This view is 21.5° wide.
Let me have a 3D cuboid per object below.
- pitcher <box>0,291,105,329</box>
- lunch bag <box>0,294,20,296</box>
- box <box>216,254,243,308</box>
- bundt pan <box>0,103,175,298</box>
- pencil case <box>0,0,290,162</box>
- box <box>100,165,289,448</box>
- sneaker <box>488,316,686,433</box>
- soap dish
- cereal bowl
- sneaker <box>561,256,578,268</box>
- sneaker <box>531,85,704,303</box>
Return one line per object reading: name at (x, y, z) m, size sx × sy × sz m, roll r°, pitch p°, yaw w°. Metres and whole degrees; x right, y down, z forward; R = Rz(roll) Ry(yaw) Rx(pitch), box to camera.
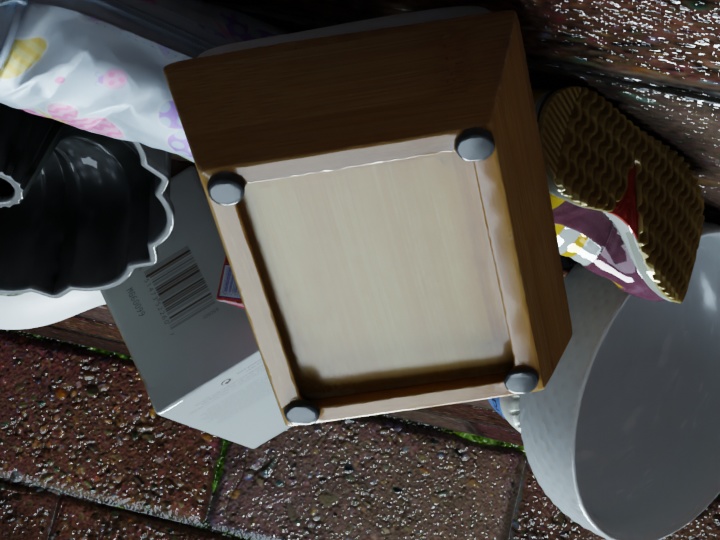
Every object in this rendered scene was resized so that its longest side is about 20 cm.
pitcher at (-0.263, -0.011, 1.669) m, size 0.199 × 0.122 × 0.172 m, roll 0°, pitch -176°, yaw 14°
lunch bag at (-0.258, -0.061, 1.252) m, size 0.167 × 0.140 × 0.200 m, roll -5°, pitch 169°, yaw 9°
box at (0.014, -0.008, 1.245) m, size 0.199 × 0.100 × 0.095 m, roll 6°, pitch 170°, yaw 41°
bundt pan at (-0.197, -0.074, 1.060) m, size 0.201 × 0.076 × 0.202 m, roll 5°, pitch 143°, yaw 4°
pencil case at (-0.084, -0.093, 0.907) m, size 0.199 × 0.083 × 0.091 m, roll 17°, pitch 174°, yaw -20°
box at (-0.102, 0.034, 1.428) m, size 0.106 × 0.153 × 0.200 m, roll -31°, pitch 160°, yaw 8°
sneaker at (0.168, 0.040, 1.270) m, size 0.199 × 0.077 × 0.111 m, roll -26°, pitch -157°, yaw -10°
soap dish at (0.009, -0.017, 0.870) m, size 0.157 × 0.081 × 0.200 m, roll -8°, pitch 132°, yaw 8°
cereal bowl at (0.164, 0.059, 1.149) m, size 0.083 × 0.201 × 0.200 m, roll 22°, pitch 179°, yaw 41°
sneaker at (0.043, -0.056, 1.087) m, size 0.199 × 0.072 × 0.083 m, roll 12°, pitch -154°, yaw -14°
sneaker at (0.108, -0.042, 0.987) m, size 0.090 × 0.075 × 0.200 m, roll 5°, pitch 159°, yaw 35°
